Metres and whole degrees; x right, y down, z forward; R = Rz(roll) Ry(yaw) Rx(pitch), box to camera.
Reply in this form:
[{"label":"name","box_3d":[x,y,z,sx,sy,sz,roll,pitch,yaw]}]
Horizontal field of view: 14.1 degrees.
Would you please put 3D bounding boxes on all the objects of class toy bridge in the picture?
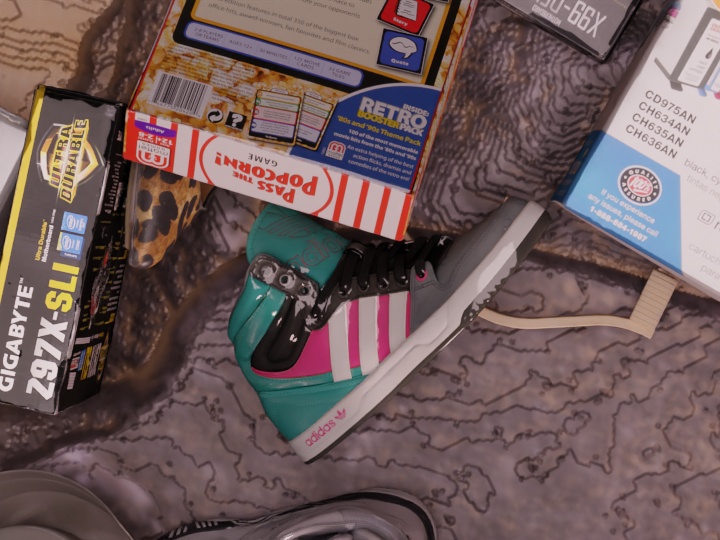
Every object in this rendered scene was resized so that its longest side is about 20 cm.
[{"label":"toy bridge","box_3d":[0.073,-0.009,1.608,0.199,0.027,0.068,26,93,2]}]

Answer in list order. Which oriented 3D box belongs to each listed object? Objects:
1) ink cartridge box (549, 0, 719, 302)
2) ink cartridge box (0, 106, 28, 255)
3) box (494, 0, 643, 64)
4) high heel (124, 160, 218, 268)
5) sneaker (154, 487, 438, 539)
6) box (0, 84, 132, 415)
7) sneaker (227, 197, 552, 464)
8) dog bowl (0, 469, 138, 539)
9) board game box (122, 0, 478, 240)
[{"label":"ink cartridge box","box_3d":[0.214,-0.087,1.544,0.147,0.145,0.201,30,92,2]},{"label":"ink cartridge box","box_3d":[-0.271,-0.018,1.586,0.144,0.085,0.201,28,93,7]},{"label":"box","box_3d":[0.089,-0.230,1.593,0.199,0.050,0.158,30,92,1]},{"label":"high heel","box_3d":[-0.042,-0.069,1.552,0.142,0.072,0.201,14,54,6]},{"label":"sneaker","box_3d":[-0.055,0.169,1.571,0.199,0.115,0.076,-16,90,2]},{"label":"box","box_3d":[-0.153,-0.012,1.529,0.049,0.200,0.161,13,92,1]},{"label":"sneaker","box_3d":[0.000,0.000,1.571,0.121,0.084,0.200,47,112,-1]},{"label":"dog bowl","box_3d":[-0.182,0.211,1.560,0.199,0.059,0.201,-13,63,28]},{"label":"board game box","box_3d":[-0.021,-0.127,1.502,0.151,0.046,0.201,17,58,3]}]
